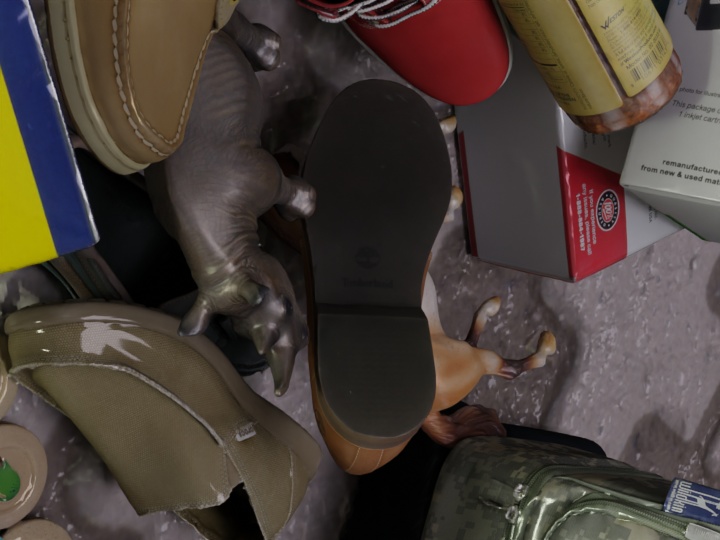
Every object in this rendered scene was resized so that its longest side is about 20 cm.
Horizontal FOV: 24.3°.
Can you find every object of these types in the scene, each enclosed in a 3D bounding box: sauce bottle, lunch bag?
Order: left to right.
[{"bbox_3d":[0.083,-0.155,0.769,0.066,0.066,0.200,-49,124,-24],"label":"sauce bottle"},{"bbox_3d":[0.117,0.190,0.827,0.139,0.167,0.201,16,91,-47],"label":"lunch bag"}]

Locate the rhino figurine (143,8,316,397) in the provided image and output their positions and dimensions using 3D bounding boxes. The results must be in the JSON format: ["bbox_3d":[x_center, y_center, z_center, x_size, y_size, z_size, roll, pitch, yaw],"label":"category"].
[{"bbox_3d":[-0.061,-0.040,0.716,0.087,0.060,0.201,21,52,-65],"label":"rhino figurine"}]

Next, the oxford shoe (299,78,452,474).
[{"bbox_3d":[0.000,0.000,0.781,0.071,0.071,0.201,10,59,-7],"label":"oxford shoe"}]

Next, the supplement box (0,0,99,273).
[{"bbox_3d":[-0.201,-0.046,0.559,0.199,0.109,0.110,-16,114,-8],"label":"supplement box"}]

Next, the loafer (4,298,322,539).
[{"bbox_3d":[-0.086,0.076,0.769,0.200,0.076,0.068,37,50,-43],"label":"loafer"}]

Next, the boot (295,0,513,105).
[{"bbox_3d":[0.008,-0.121,0.738,0.072,0.144,0.200,-30,125,17],"label":"boot"}]

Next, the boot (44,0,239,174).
[{"bbox_3d":[-0.023,-0.132,0.592,0.073,0.155,0.201,54,38,-57],"label":"boot"}]

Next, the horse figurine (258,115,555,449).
[{"bbox_3d":[0.027,0.012,0.853,0.132,0.050,0.200,-29,99,-42],"label":"horse figurine"}]

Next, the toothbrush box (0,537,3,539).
[{"bbox_3d":[-0.210,0.134,0.602,0.146,0.085,0.200,-31,128,7],"label":"toothbrush box"}]

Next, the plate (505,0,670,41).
[{"bbox_3d":[0.115,-0.196,0.870,0.200,0.026,0.201,13,64,-29],"label":"plate"}]

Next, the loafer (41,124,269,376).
[{"bbox_3d":[-0.095,-0.002,0.759,0.200,0.063,0.072,41,70,-41],"label":"loafer"}]

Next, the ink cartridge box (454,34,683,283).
[{"bbox_3d":[0.152,-0.097,0.956,0.200,0.084,0.145,-23,114,-37],"label":"ink cartridge box"}]

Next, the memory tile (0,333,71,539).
[{"bbox_3d":[-0.216,0.121,0.707,0.200,0.017,0.154,-28,118,-35],"label":"memory tile"}]

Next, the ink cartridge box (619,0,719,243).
[{"bbox_3d":[0.222,-0.117,0.880,0.145,0.084,0.201,21,84,-59],"label":"ink cartridge box"}]

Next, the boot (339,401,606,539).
[{"bbox_3d":[0.063,0.174,0.943,0.168,0.076,0.201,25,76,-40],"label":"boot"}]
